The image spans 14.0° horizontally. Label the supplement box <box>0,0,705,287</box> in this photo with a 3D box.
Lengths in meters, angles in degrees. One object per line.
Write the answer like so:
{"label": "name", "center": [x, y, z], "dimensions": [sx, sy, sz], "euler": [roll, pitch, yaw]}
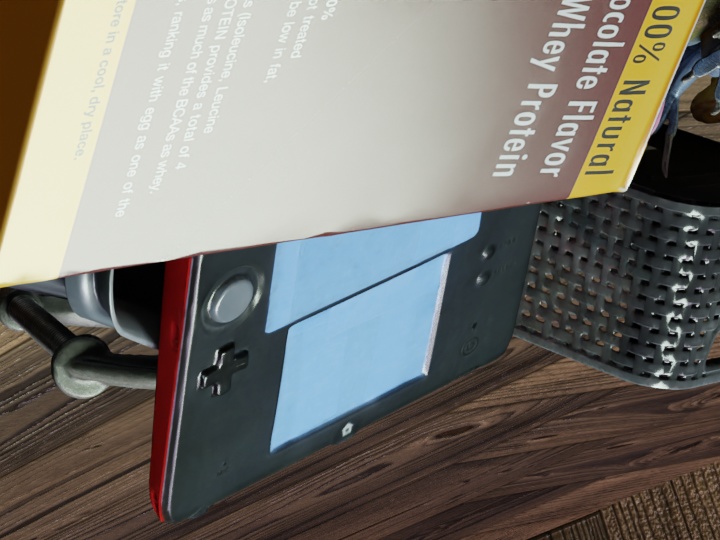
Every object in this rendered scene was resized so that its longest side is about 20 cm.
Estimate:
{"label": "supplement box", "center": [-0.013, -0.122, 0.735], "dimensions": [0.200, 0.133, 0.197], "euler": [-9, 136, -33]}

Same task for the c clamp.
{"label": "c clamp", "center": [-0.117, 0.030, 1.311], "dimensions": [0.171, 0.027, 0.200], "euler": [3, -171, -26]}

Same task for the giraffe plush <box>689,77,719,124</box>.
{"label": "giraffe plush", "center": [0.261, -0.106, 1.452], "dimensions": [0.162, 0.173, 0.200], "euler": [9, -172, -44]}

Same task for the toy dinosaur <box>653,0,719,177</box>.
{"label": "toy dinosaur", "center": [0.154, -0.111, 1.365], "dimensions": [0.200, 0.105, 0.181], "euler": [-28, -173, 2]}

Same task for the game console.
{"label": "game console", "center": [0.000, 0.000, 1.174], "dimensions": [0.200, 0.031, 0.177], "euler": [-24, 134, -36]}

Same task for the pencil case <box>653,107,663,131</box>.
{"label": "pencil case", "center": [0.054, -0.063, 1.321], "dimensions": [0.087, 0.088, 0.200], "euler": [-11, 171, -28]}

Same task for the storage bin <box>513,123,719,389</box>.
{"label": "storage bin", "center": [0.118, -0.021, 1.451], "dimensions": [0.200, 0.094, 0.135], "euler": [23, -160, 38]}

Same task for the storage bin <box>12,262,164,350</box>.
{"label": "storage bin", "center": [-0.120, -0.046, 1.185], "dimensions": [0.134, 0.146, 0.200], "euler": [8, 176, 15]}
